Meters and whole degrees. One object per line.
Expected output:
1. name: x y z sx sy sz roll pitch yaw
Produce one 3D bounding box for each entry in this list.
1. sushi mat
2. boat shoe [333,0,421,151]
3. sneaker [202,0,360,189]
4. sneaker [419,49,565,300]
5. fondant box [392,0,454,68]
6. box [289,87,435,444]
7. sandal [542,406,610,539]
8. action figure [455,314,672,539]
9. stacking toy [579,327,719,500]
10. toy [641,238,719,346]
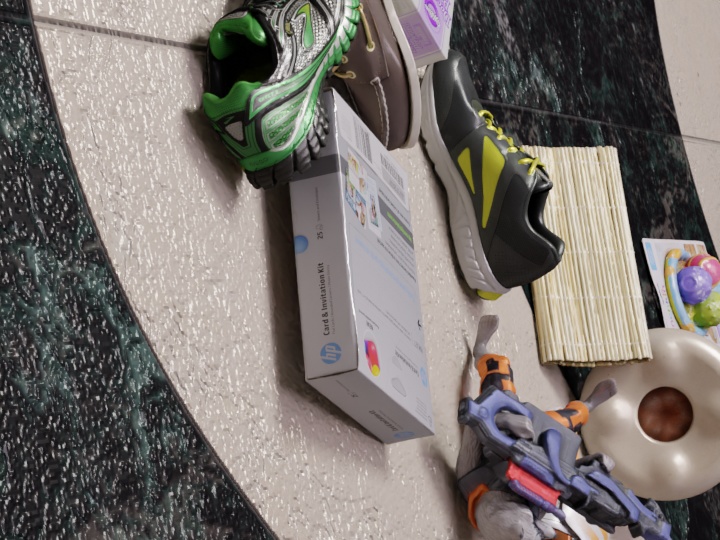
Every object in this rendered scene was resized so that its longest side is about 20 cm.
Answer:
1. sushi mat: 0.187 -0.014 1.940 0.012 0.096 0.200 119 -33 -65
2. boat shoe: -0.006 -0.173 1.631 0.059 0.072 0.200 -25 117 -26
3. sneaker: -0.054 -0.153 1.487 0.085 0.078 0.200 53 32 -40
4. sneaker: 0.107 -0.081 1.796 0.074 0.085 0.200 -14 88 -68
5. fondant box: 0.021 -0.267 1.757 0.144 0.058 0.200 56 30 -37
6. box: 0.000 0.000 1.538 0.156 0.041 0.200 43 36 -62
7. sandal: 0.167 0.177 1.798 0.079 0.059 0.207 58 28 -33
8. action figure: 0.136 0.146 1.702 0.200 0.105 0.194 39 39 -14
9. stacking toy: 0.264 0.122 2.018 0.200 0.146 0.146 8 67 -86
10. toy: 0.349 0.019 2.328 0.200 0.047 0.115 3 71 -66
